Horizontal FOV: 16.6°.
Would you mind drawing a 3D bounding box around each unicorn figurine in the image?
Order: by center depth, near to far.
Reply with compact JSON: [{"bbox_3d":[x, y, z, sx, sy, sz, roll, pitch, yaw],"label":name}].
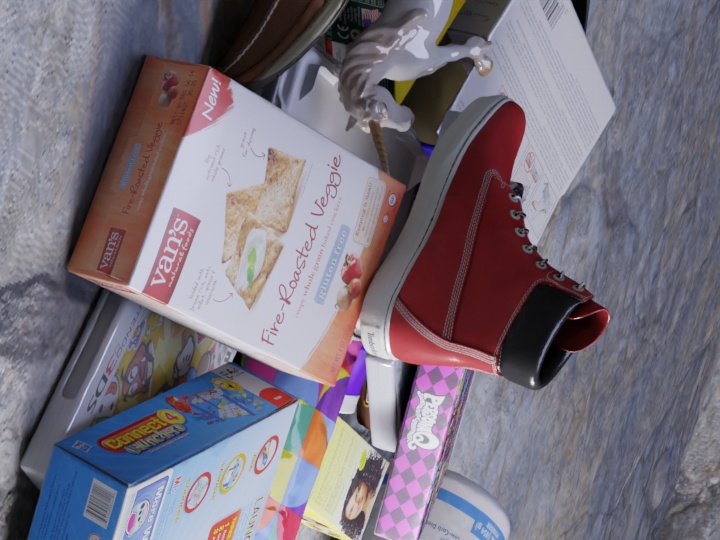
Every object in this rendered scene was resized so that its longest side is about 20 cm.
[{"bbox_3d":[0.043,-0.160,1.598,0.137,0.073,0.202,3,96,-53],"label":"unicorn figurine"}]

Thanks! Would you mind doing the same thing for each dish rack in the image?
[{"bbox_3d":[-0.021,-0.050,1.605,0.200,0.043,0.173,36,65,-52],"label":"dish rack"}]

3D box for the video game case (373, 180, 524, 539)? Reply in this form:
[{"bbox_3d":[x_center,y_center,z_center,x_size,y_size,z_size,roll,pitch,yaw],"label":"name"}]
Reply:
[{"bbox_3d":[0.062,0.059,1.697,0.182,0.036,0.201,-65,170,-61],"label":"video game case"}]

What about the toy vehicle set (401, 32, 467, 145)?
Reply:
[{"bbox_3d":[0.076,-0.106,1.883,0.200,0.026,0.125,30,78,-53],"label":"toy vehicle set"}]

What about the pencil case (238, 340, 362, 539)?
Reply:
[{"bbox_3d":[-0.067,0.117,1.680,0.088,0.088,0.201,62,48,-66],"label":"pencil case"}]

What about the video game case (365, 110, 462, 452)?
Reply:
[{"bbox_3d":[0.042,0.012,1.689,0.200,0.023,0.183,86,21,-70],"label":"video game case"}]

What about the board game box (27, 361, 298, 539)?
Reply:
[{"bbox_3d":[-0.133,0.175,1.501,0.196,0.056,0.201,-24,136,-60],"label":"board game box"}]

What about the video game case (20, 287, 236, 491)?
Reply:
[{"bbox_3d":[-0.136,0.078,1.526,0.200,0.023,0.183,69,42,-64],"label":"video game case"}]

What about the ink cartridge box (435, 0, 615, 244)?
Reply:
[{"bbox_3d":[0.112,-0.119,1.853,0.177,0.044,0.200,-58,145,-21],"label":"ink cartridge box"}]

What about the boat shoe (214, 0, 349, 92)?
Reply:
[{"bbox_3d":[-0.029,-0.202,1.508,0.201,0.074,0.076,-54,-165,-4],"label":"boat shoe"}]

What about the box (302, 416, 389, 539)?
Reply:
[{"bbox_3d":[-0.031,0.152,1.874,0.200,0.050,0.076,46,63,-70],"label":"box"}]

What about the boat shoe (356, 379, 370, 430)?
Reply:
[{"bbox_3d":[0.023,0.029,1.899,0.072,0.067,0.202,0,90,-61],"label":"boat shoe"}]

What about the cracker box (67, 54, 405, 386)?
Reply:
[{"bbox_3d":[-0.069,-0.026,1.460,0.200,0.057,0.135,28,80,-48],"label":"cracker box"}]

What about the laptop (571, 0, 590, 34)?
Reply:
[{"bbox_3d":[0.173,-0.303,1.971,0.200,0.103,0.178,-52,154,-47],"label":"laptop"}]

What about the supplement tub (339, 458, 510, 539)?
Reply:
[{"bbox_3d":[0.032,0.270,2.045,0.132,0.131,0.201,76,35,-59],"label":"supplement tub"}]

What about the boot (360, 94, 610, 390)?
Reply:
[{"bbox_3d":[0.102,-0.017,1.540,0.073,0.143,0.201,70,38,-52],"label":"boot"}]

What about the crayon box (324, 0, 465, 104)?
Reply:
[{"bbox_3d":[0.031,-0.241,1.672,0.201,0.058,0.173,86,26,-47],"label":"crayon box"}]

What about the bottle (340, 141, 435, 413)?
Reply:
[{"bbox_3d":[0.000,0.000,1.764,0.065,0.083,0.202,-9,115,-75],"label":"bottle"}]
